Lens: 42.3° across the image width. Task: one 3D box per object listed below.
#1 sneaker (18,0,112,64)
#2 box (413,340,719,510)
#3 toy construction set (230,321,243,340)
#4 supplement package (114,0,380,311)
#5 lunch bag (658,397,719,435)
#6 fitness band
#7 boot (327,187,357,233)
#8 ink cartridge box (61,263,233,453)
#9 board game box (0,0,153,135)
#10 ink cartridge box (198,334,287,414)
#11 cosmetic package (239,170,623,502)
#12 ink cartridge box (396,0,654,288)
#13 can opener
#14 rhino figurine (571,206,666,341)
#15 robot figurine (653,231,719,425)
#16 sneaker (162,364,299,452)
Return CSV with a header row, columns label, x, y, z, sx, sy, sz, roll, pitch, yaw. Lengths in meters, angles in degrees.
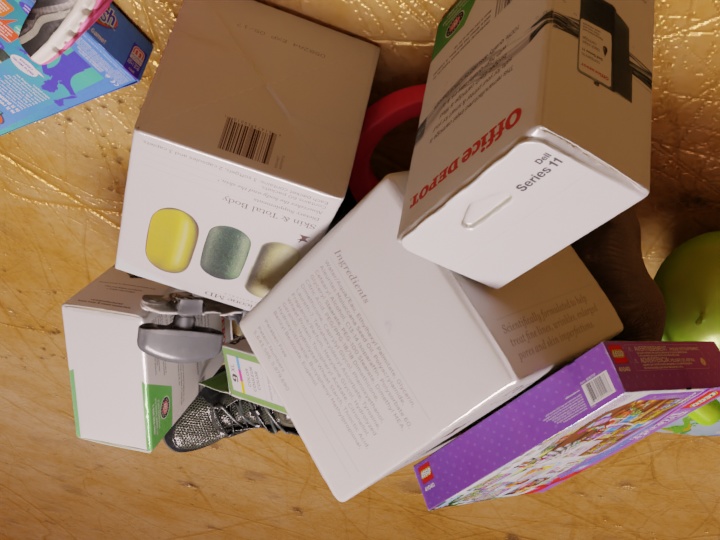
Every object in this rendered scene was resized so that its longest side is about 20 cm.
label,x,y,z,sx,sy,sz,roll,pitch,yaw
sneaker,-0.193,-0.228,0.615,0.087,0.074,0.200,32,128,-14
box,0.151,0.114,0.674,0.136,0.039,0.200,4,145,-40
toy construction set,-0.156,0.089,1.110,0.199,0.093,0.131,-1,154,13
supplement package,-0.095,-0.086,0.741,0.151,0.151,0.200,18,148,-9
lunch bag,0.306,0.103,0.963,0.199,0.083,0.161,5,145,11
fitness band,0.076,-0.073,0.779,0.143,0.038,0.200,-27,132,29
boot,0.000,0.001,0.922,0.153,0.074,0.203,22,149,-20
ink cartridge box,-0.205,0.063,0.933,0.084,0.200,0.147,7,114,13
board game box,-0.292,-0.190,0.751,0.199,0.045,0.152,-11,142,32
ink cartridge box,-0.063,0.087,0.905,0.199,0.104,0.060,9,115,43
cosmetic package,0.051,0.042,0.709,0.164,0.165,0.200,-15,159,-49
ink cartridge box,0.105,-0.109,0.583,0.083,0.201,0.147,25,147,-19
can opener,-0.103,0.049,0.838,0.199,0.067,0.053,5,-171,-31
rhino figurine,0.194,0.022,0.737,0.087,0.201,0.060,-19,173,29
robot figurine,0.305,0.036,0.793,0.116,0.176,0.200,36,177,23
sneaker,-0.118,0.144,0.993,0.199,0.114,0.077,-23,110,-11
